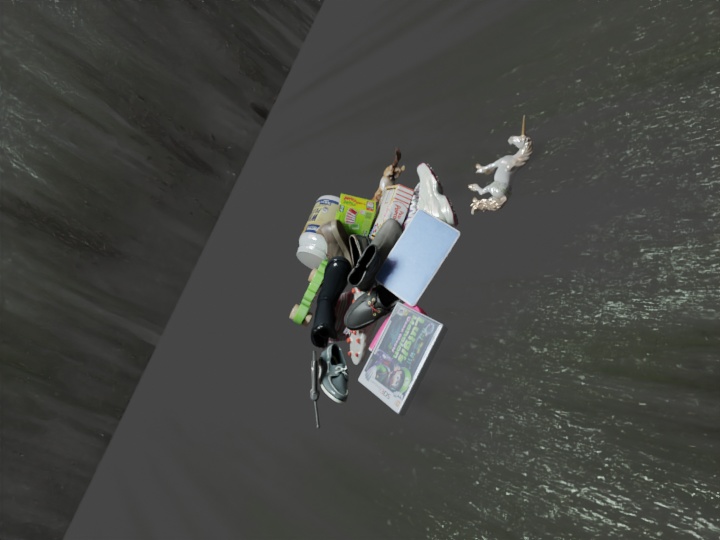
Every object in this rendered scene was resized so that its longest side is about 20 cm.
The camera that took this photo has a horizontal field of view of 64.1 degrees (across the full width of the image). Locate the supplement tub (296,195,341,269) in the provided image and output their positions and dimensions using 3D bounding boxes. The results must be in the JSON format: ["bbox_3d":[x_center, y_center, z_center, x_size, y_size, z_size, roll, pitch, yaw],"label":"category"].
[{"bbox_3d":[-0.104,-0.111,1.768,0.143,0.143,0.204,-12,50,54],"label":"supplement tub"}]

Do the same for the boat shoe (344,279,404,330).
[{"bbox_3d":[0.042,0.074,1.369,0.199,0.075,0.063,-34,-4,4],"label":"boat shoe"}]

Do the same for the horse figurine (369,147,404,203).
[{"bbox_3d":[0.079,-0.258,1.698,0.133,0.049,0.204,-112,46,-77],"label":"horse figurine"}]

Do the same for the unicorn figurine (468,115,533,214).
[{"bbox_3d":[0.312,-0.218,1.272,0.135,0.073,0.206,-3,75,48],"label":"unicorn figurine"}]

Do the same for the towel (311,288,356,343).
[{"bbox_3d":[-0.066,0.128,1.611,0.198,0.030,0.150,-18,48,53],"label":"towel"}]

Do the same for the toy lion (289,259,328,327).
[{"bbox_3d":[-0.141,0.065,1.678,0.204,0.067,0.192,-63,2,-4],"label":"toy lion"}]

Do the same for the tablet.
[{"bbox_3d":[0.131,-0.032,1.326,0.129,0.014,0.203,34,91,30],"label":"tablet"}]

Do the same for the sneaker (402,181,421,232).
[{"bbox_3d":[0.145,-0.137,1.466,0.088,0.079,0.204,-42,26,63],"label":"sneaker"}]

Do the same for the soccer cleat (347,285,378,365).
[{"bbox_3d":[0.015,0.133,1.435,0.069,0.076,0.206,-6,78,59],"label":"soccer cleat"}]

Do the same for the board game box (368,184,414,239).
[{"bbox_3d":[0.076,-0.147,1.528,0.200,0.045,0.155,-135,65,-79],"label":"board game box"}]

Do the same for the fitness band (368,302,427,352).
[{"bbox_3d":[0.083,0.170,1.312,0.203,0.037,0.143,-59,28,5],"label":"fitness band"}]

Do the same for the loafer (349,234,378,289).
[{"bbox_3d":[0.000,0.000,1.528,0.071,0.062,0.205,-26,61,37],"label":"loafer"}]

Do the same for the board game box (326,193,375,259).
[{"bbox_3d":[-0.028,-0.110,1.608,0.048,0.099,0.203,-86,10,-48],"label":"board game box"}]

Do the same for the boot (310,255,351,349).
[{"bbox_3d":[-0.077,0.088,1.522,0.171,0.074,0.203,-88,18,-49],"label":"boot"}]

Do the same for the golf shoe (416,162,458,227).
[{"bbox_3d":[0.165,-0.175,1.395,0.090,0.075,0.203,-27,55,11],"label":"golf shoe"}]

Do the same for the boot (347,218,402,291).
[{"bbox_3d":[0.040,-0.041,1.358,0.203,0.067,0.131,-61,-10,-5],"label":"boot"}]

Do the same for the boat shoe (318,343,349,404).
[{"bbox_3d":[-0.062,0.254,1.439,0.062,0.072,0.201,-55,23,14],"label":"boat shoe"}]

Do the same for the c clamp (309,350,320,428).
[{"bbox_3d":[-0.118,0.289,1.454,0.200,0.026,0.176,147,120,-85],"label":"c clamp"}]

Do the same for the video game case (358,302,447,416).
[{"bbox_3d":[0.086,0.184,1.242,0.181,0.023,0.204,23,85,59],"label":"video game case"}]

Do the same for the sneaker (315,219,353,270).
[{"bbox_3d":[-0.055,-0.044,1.582,0.074,0.204,0.071,-13,23,24],"label":"sneaker"}]
